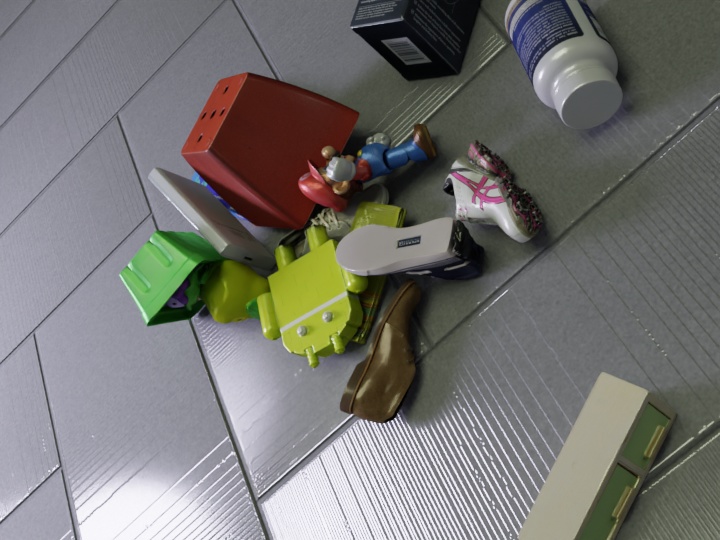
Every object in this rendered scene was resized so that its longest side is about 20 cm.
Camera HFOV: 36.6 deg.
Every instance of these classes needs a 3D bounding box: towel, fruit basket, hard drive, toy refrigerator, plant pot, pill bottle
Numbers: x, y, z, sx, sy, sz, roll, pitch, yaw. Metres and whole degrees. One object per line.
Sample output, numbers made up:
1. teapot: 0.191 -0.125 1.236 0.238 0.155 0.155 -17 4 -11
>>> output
1. towel: 0.000 0.000 1.534 0.086 0.018 0.200 13 81 36
2. fruit basket: -0.234 0.031 1.655 0.156 0.216 0.216 -48 44 8
3. hard drive: -0.229 -0.079 1.686 0.200 0.132 0.027 45 103 29
4. toy refrigerator: 0.255 0.219 1.159 0.070 0.076 0.200 22 80 46
5. plant pot: -0.153 -0.194 1.656 0.200 0.176 0.200 -64 25 -9
6. pill bottle: 0.267 -0.280 1.420 0.111 0.111 0.200 -34 47 22

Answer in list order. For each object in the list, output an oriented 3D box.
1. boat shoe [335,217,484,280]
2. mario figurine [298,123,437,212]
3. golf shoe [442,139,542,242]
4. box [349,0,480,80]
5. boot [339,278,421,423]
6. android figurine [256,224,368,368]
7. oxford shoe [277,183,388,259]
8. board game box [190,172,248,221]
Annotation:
1. boat shoe: 0.069 -0.016 1.448 0.200 0.093 0.075 -4 63 36
2. mario figurine: 0.002 -0.164 1.550 0.200 0.123 0.106 -23 63 3
3. golf shoe: 0.171 -0.086 1.424 0.092 0.073 0.200 -49 33 16
4. box: 0.092 -0.411 1.627 0.107 0.148 0.200 2 67 42
5. boot: 0.047 0.108 1.433 0.075 0.074 0.200 20 73 16
6. android figurine: -0.066 0.039 1.531 0.182 0.041 0.200 -28 59 25
7. oxford shoe: -0.043 -0.063 1.607 0.200 0.058 0.075 -34 45 19
8. board game box: -0.198 -0.191 1.828 0.152 0.045 0.200 17 77 45
